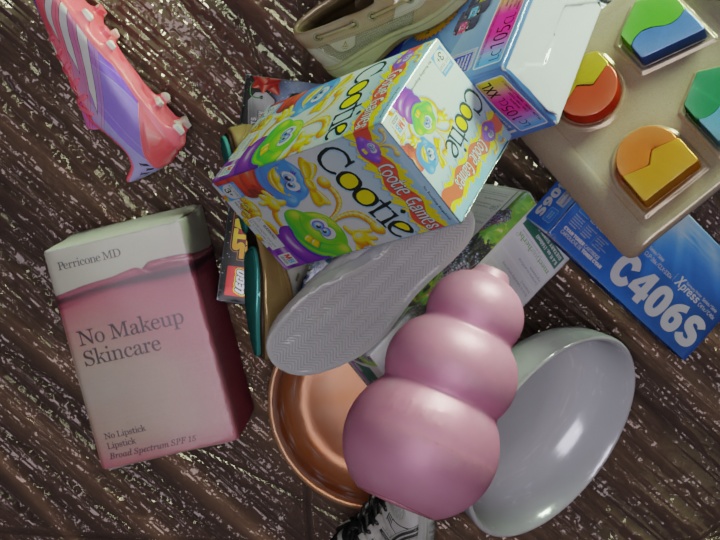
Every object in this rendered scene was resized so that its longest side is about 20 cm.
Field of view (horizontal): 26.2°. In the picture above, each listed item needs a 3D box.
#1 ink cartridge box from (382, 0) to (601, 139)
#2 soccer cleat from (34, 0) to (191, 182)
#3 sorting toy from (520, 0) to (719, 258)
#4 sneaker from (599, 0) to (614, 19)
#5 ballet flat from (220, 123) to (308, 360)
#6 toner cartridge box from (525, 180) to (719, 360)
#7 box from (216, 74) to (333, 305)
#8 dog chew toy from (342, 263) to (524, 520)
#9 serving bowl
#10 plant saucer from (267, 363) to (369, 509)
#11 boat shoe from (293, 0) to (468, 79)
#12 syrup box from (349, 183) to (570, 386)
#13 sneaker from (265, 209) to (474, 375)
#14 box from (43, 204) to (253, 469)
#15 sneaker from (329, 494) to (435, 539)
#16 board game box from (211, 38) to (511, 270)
[{"bbox_3d":[0.083,-0.164,1.265,0.076,0.200,0.137,41,55,-27],"label":"ink cartridge box"},{"bbox_3d":[-0.232,-0.170,1.352,0.076,0.067,0.200,-37,98,12],"label":"soccer cleat"},{"bbox_3d":[0.232,-0.138,1.227,0.200,0.036,0.185,-41,64,8],"label":"sorting toy"},{"bbox_3d":[0.188,-0.264,1.308,0.199,0.075,0.114,9,102,4],"label":"sneaker"},{"bbox_3d":[-0.073,-0.027,1.299,0.063,0.069,0.201,-8,88,-13],"label":"ballet flat"},{"bbox_3d":[0.240,-0.017,1.316,0.200,0.043,0.095,39,93,-30],"label":"toner cartridge box"},{"bbox_3d":[-0.045,-0.063,1.351,0.137,0.040,0.201,8,87,2],"label":"box"},{"bbox_3d":[0.067,0.090,1.210,0.124,0.125,0.200,24,81,-1],"label":"dog chew toy"},{"bbox_3d":[0.146,0.130,1.337,0.066,0.200,0.200,35,101,38],"label":"serving bowl"},{"bbox_3d":[0.017,0.117,1.395,0.200,0.037,0.201,1,99,3],"label":"plant saucer"},{"bbox_3d":[0.031,-0.233,1.269,0.200,0.072,0.065,-32,126,28],"label":"boat shoe"},{"bbox_3d":[0.076,0.023,1.313,0.200,0.081,0.079,-46,117,-15],"label":"syrup box"},{"bbox_3d":[0.000,0.000,1.277,0.200,0.116,0.074,-39,112,2],"label":"sneaker"},{"bbox_3d":[-0.183,0.056,1.359,0.128,0.109,0.201,-14,98,6],"label":"box"},{"bbox_3d":[0.017,0.234,1.358,0.087,0.076,0.200,2,126,-4],"label":"sneaker"},{"bbox_3d":[-0.001,-0.087,1.210,0.200,0.105,0.103,-14,124,45],"label":"board game box"}]
